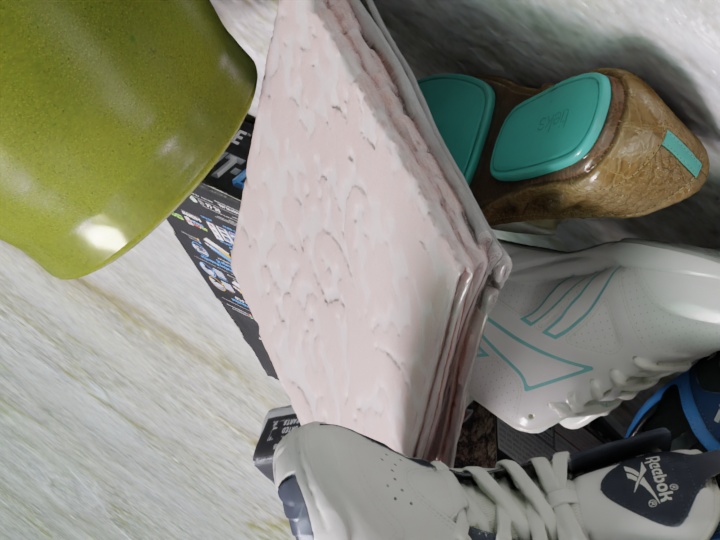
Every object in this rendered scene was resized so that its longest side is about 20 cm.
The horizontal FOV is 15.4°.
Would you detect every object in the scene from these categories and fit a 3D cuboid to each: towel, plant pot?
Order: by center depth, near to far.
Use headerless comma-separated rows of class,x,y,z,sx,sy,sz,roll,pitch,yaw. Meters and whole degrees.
towel,0.000,0.000,1.087,0.192,0.032,0.201,103,152,-42
plant pot,-0.151,-0.105,1.131,0.193,0.201,0.200,44,162,-20

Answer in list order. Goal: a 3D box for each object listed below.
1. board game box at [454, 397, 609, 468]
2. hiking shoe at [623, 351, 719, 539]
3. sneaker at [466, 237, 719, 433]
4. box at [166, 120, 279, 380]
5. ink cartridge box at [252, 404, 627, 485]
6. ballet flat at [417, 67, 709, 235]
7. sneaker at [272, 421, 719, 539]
board game box,0.060,0.162,1.155,0.096,0.201,0.159,-23,139,29
hiking shoe,0.139,0.079,1.130,0.075,0.086,0.200,59,165,19
sneaker,0.097,0.027,1.067,0.199,0.081,0.070,1,172,41
box,-0.009,0.012,1.364,0.199,0.050,0.199,23,157,41
ink cartridge box,0.077,0.127,1.342,0.197,0.044,0.200,-14,135,43
ballet flat,0.072,-0.043,1.062,0.072,0.068,0.200,26,166,-25
sneaker,0.069,0.090,0.989,0.199,0.129,0.080,40,-155,-31
